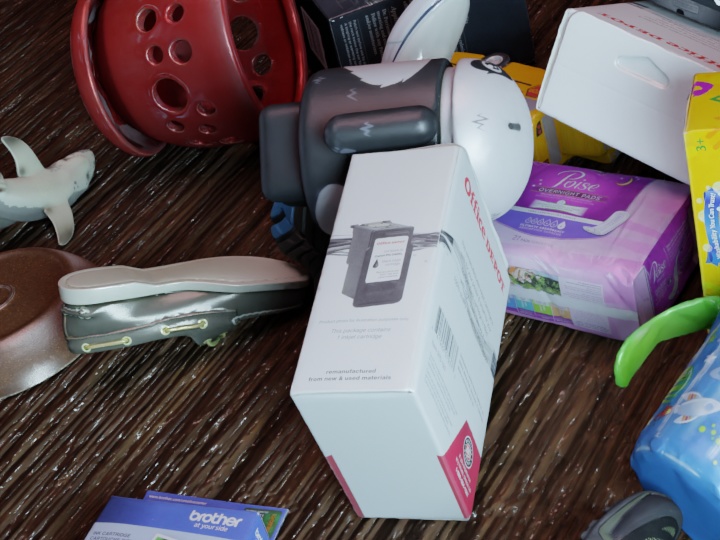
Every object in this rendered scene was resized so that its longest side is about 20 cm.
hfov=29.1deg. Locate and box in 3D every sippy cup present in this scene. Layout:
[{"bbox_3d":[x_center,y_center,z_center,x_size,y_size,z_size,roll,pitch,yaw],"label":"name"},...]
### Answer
[{"bbox_3d":[0.232,0.095,0.806,0.130,0.140,0.177,-41,14,-16],"label":"sippy cup"}]

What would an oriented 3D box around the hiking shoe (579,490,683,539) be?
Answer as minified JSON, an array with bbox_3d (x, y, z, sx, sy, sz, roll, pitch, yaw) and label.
[{"bbox_3d":[0.146,0.210,0.734,0.100,0.076,0.201,15,54,26],"label":"hiking shoe"}]

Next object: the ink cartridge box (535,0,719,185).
[{"bbox_3d":[0.247,-0.142,1.060,0.146,0.087,0.199,31,28,26],"label":"ink cartridge box"}]

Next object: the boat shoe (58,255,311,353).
[{"bbox_3d":[-0.137,0.028,1.101,0.199,0.061,0.072,-4,17,-15],"label":"boat shoe"}]

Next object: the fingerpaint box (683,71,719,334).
[{"bbox_3d":[0.298,-0.025,0.871,0.165,0.202,0.074,-1,38,21],"label":"fingerpaint box"}]

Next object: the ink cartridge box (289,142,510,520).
[{"bbox_3d":[0.033,0.039,0.909,0.082,0.146,0.202,-3,49,21],"label":"ink cartridge box"}]

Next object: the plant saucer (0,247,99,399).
[{"bbox_3d":[-0.311,0.037,1.192,0.198,0.037,0.201,-12,35,9],"label":"plant saucer"}]

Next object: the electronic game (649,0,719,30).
[{"bbox_3d":[0.287,-0.228,1.121,0.198,0.042,0.200,17,22,-7],"label":"electronic game"}]

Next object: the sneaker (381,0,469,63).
[{"bbox_3d":[0.052,-0.151,1.198,0.071,0.202,0.073,38,23,33],"label":"sneaker"}]

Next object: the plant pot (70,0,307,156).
[{"bbox_3d":[-0.167,-0.215,1.341,0.180,0.202,0.201,-9,35,21],"label":"plant pot"}]

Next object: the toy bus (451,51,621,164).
[{"bbox_3d":[0.135,-0.138,1.218,0.078,0.066,0.199,-37,39,-27],"label":"toy bus"}]

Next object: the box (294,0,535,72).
[{"bbox_3d":[0.042,-0.263,1.385,0.194,0.125,0.200,-20,34,-9],"label":"box"}]

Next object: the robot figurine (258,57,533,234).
[{"bbox_3d":[0.027,-0.092,1.010,0.197,0.126,0.151,-3,36,14],"label":"robot figurine"}]

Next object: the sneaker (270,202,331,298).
[{"bbox_3d":[0.000,0.000,1.074,0.081,0.074,0.201,5,40,-32],"label":"sneaker"}]

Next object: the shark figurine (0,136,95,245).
[{"bbox_3d":[-0.352,-0.073,1.307,0.089,0.213,0.130,-37,52,40],"label":"shark figurine"}]

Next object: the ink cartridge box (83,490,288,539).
[{"bbox_3d":[-0.135,0.208,0.875,0.118,0.042,0.201,2,37,25],"label":"ink cartridge box"}]

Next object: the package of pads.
[{"bbox_3d":[0.148,-0.022,1.040,0.198,0.076,0.121,12,47,36],"label":"package of pads"}]
